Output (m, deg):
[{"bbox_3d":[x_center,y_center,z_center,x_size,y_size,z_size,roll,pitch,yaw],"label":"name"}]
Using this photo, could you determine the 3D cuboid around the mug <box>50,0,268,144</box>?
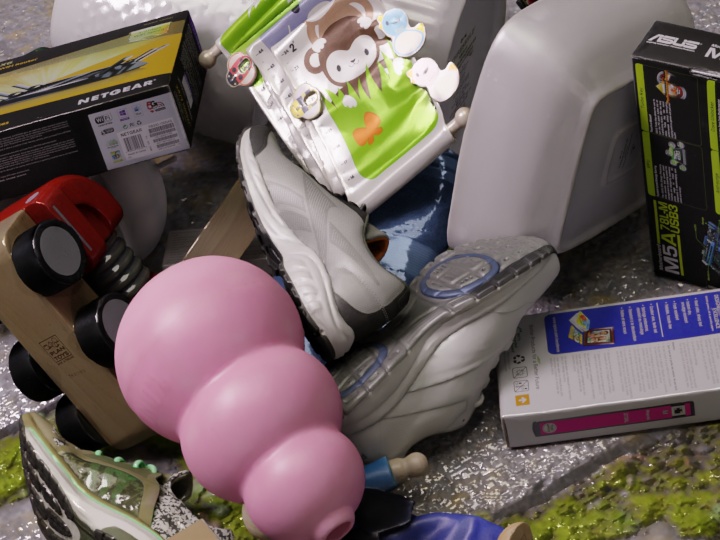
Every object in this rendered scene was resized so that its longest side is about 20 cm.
[{"bbox_3d":[-0.146,-0.190,1.655,0.174,0.200,0.149,17,90,3],"label":"mug"}]

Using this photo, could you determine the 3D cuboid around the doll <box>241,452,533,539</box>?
[{"bbox_3d":[0.012,0.170,1.312,0.198,0.049,0.137,9,56,32],"label":"doll"}]

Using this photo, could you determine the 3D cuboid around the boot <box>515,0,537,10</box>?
[{"bbox_3d":[0.152,-0.275,1.730,0.202,0.074,0.154,15,45,23],"label":"boot"}]

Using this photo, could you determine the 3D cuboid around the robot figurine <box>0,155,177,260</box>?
[{"bbox_3d":[-0.229,-0.040,1.549,0.198,0.114,0.170,-23,9,-10],"label":"robot figurine"}]

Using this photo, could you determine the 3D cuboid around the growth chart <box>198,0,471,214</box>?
[{"bbox_3d":[-0.015,-0.133,1.455,0.145,0.018,0.200,-48,65,19],"label":"growth chart"}]

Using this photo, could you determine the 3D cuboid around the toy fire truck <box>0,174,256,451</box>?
[{"bbox_3d":[-0.158,-0.004,1.442,0.128,0.176,0.201,-27,21,35],"label":"toy fire truck"}]

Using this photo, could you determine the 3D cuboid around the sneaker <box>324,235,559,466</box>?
[{"bbox_3d":[0.057,0.054,1.385,0.200,0.087,0.074,-40,30,-10],"label":"sneaker"}]

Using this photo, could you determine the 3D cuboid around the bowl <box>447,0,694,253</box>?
[{"bbox_3d":[0.158,-0.100,1.440,0.074,0.202,0.199,32,39,29],"label":"bowl"}]

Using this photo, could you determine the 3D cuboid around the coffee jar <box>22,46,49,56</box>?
[{"bbox_3d":[-0.308,-0.091,1.644,0.199,0.086,0.104,-28,48,-18],"label":"coffee jar"}]

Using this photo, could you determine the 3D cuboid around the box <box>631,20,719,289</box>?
[{"bbox_3d":[0.280,-0.058,1.378,0.192,0.201,0.048,18,51,31],"label":"box"}]

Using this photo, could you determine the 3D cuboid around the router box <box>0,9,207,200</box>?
[{"bbox_3d":[-0.214,-0.114,1.490,0.198,0.053,0.158,-15,25,7],"label":"router box"}]

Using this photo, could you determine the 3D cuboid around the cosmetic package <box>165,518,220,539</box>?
[{"bbox_3d":[-0.150,0.247,1.231,0.199,0.106,0.071,-29,44,-19],"label":"cosmetic package"}]

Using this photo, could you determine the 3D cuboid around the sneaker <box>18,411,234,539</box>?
[{"bbox_3d":[-0.154,0.154,1.368,0.088,0.077,0.200,-24,47,-32],"label":"sneaker"}]

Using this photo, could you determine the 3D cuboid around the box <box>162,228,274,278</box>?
[{"bbox_3d":[-0.045,-0.010,1.525,0.198,0.039,0.042,-5,42,9],"label":"box"}]

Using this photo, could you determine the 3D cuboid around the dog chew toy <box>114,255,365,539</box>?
[{"bbox_3d":[-0.069,0.088,1.304,0.124,0.125,0.201,-29,64,-17],"label":"dog chew toy"}]

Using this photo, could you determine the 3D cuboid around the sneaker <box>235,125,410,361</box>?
[{"bbox_3d":[-0.029,-0.026,1.406,0.079,0.074,0.201,-25,52,-6],"label":"sneaker"}]

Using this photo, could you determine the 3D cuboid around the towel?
[{"bbox_3d":[0.000,0.000,1.457,0.111,0.049,0.202,14,67,19],"label":"towel"}]

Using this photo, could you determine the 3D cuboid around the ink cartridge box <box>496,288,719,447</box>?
[{"bbox_3d":[0.189,0.062,1.395,0.198,0.037,0.095,-10,41,7],"label":"ink cartridge box"}]

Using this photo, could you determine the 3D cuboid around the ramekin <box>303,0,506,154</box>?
[{"bbox_3d":[0.037,-0.168,1.564,0.104,0.201,0.201,15,48,15],"label":"ramekin"}]
